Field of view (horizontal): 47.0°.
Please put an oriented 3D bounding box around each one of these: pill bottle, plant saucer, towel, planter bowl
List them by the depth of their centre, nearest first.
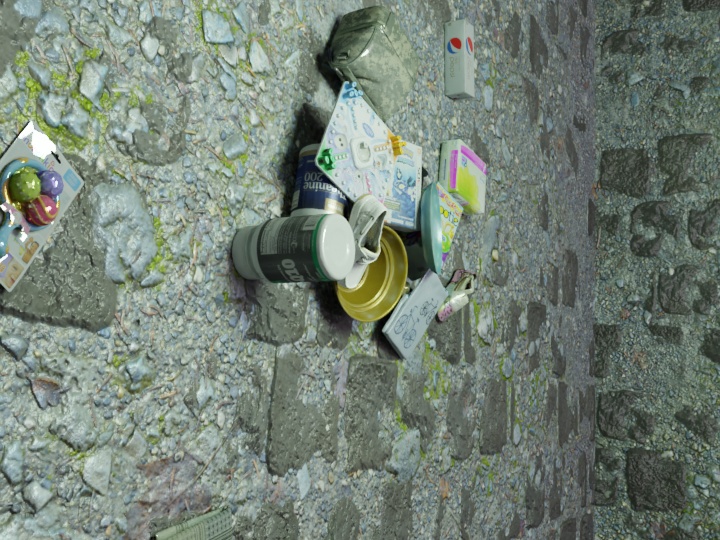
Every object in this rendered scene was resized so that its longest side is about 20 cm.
[{"bbox_3d":[-0.271,0.495,1.313,0.199,0.034,0.196,-6,96,-61],"label":"towel"},{"bbox_3d":[-0.118,-0.036,1.437,0.113,0.197,0.115,7,81,-58],"label":"pill bottle"},{"bbox_3d":[-0.077,-0.131,1.599,0.111,0.109,0.203,29,63,-55],"label":"pill bottle"},{"bbox_3d":[0.000,0.000,1.723,0.198,0.083,0.204,-10,105,-40],"label":"planter bowl"},{"bbox_3d":[0.155,-0.092,1.815,0.200,0.027,0.204,-2,90,-78],"label":"plant saucer"}]

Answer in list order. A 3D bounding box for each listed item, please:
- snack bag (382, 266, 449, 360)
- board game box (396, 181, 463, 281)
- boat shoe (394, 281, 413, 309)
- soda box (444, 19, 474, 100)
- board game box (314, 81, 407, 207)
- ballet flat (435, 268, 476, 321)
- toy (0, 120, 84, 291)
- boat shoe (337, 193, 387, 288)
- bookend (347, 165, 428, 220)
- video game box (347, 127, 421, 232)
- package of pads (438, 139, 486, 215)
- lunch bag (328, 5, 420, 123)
[{"bbox_3d":[0.130,0.094,1.916,0.201,0.021,0.189,-56,151,-11],"label":"snack bag"},{"bbox_3d":[0.154,-0.094,1.971,0.103,0.104,0.202,43,49,-24],"label":"board game box"},{"bbox_3d":[0.079,0.037,1.883,0.199,0.075,0.073,29,63,-55],"label":"boat shoe"},{"bbox_3d":[0.271,-0.575,2.266,0.068,0.063,0.204,6,83,-59],"label":"soda box"},{"bbox_3d":[0.007,-0.230,1.608,0.200,0.026,0.202,42,54,-39],"label":"board game box"},{"bbox_3d":[0.261,0.060,2.195,0.201,0.070,0.070,-54,133,-46],"label":"ballet flat"},{"bbox_3d":[-0.426,-0.086,1.068,0.116,0.047,0.202,60,41,-41],"label":"toy"},{"bbox_3d":[0.004,-0.043,1.582,0.070,0.069,0.202,-17,133,-42],"label":"boat shoe"},{"bbox_3d":[0.060,-0.167,1.853,0.199,0.091,0.202,32,62,-56],"label":"bookend"},{"bbox_3d":[0.054,-0.184,1.715,0.198,0.046,0.186,8,79,-49],"label":"video game box"},{"bbox_3d":[0.280,-0.246,2.253,0.199,0.067,0.157,25,66,-56],"label":"package of pads"},{"bbox_3d":[0.022,-0.434,1.761,0.200,0.138,0.170,50,46,-44],"label":"lunch bag"}]
